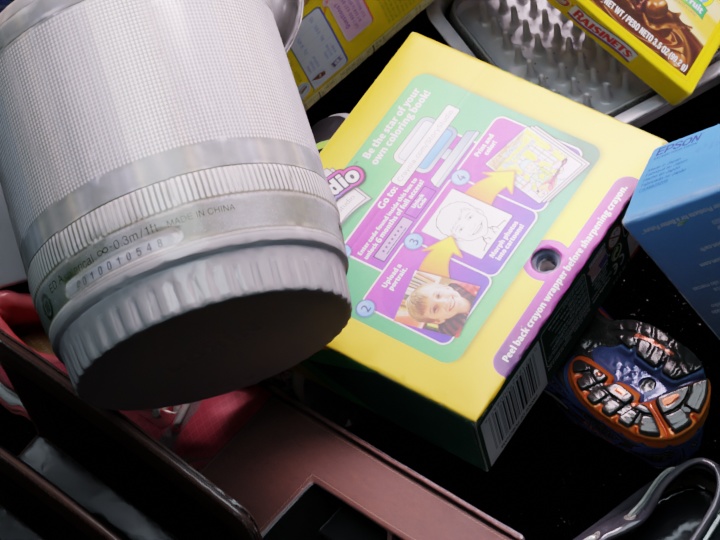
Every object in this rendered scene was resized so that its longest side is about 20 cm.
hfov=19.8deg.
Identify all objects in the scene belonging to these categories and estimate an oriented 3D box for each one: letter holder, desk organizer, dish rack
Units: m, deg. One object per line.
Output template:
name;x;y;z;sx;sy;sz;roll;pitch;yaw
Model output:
letter holder;-0.147;0.139;1.093;0.200;0.142;0.101;32;65;26
desk organizer;0.003;0.145;1.079;0.077;0.072;0.200;-45;44;-18
dish rack;0.159;-0.157;1.315;0.199;0.044;0.172;-28;57;-11

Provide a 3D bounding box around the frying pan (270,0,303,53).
frying pan;-0.089;-0.116;1.159;0.114;0.031;0.191;-5;64;8

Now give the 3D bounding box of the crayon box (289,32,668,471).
crayon box;0.048;-0.016;1.133;0.172;0.058;0.200;26;66;26

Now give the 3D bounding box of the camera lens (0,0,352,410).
camera lens;-0.101;-0.049;1.045;0.159;0.160;0.201;-17;71;-4

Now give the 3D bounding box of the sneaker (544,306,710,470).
sneaker;0.117;0.048;1.159;0.075;0.079;0.200;-37;52;-12

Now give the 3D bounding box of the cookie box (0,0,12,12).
cookie box;-0.185;-0.248;1.332;0.170;0.200;0.076;0;55;9

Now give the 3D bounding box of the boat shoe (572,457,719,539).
boat shoe;0.117;0.166;1.084;0.200;0.063;0.073;-35;60;-14

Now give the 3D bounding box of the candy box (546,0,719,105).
candy box;0.140;-0.200;1.243;0.200;0.026;0.102;38;62;-9

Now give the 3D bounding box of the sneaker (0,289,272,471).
sneaker;-0.136;0.064;1.177;0.199;0.087;0.074;16;60;18

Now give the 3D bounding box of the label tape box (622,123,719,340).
label tape box;0.255;0.004;1.074;0.143;0.200;0.066;-21;32;44

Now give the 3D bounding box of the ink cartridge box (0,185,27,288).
ink cartridge box;-0.230;-0.051;1.229;0.199;0.084;0.145;-15;26;6

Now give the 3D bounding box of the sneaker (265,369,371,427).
sneaker;0.000;0.000;1.219;0.088;0.077;0.200;15;53;36

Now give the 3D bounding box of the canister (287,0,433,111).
canister;-0.043;-0.172;1.269;0.200;0.149;0.087;-41;52;-7

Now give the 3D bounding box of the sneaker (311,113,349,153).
sneaker;-0.058;-0.037;1.217;0.083;0.072;0.200;40;49;-15
